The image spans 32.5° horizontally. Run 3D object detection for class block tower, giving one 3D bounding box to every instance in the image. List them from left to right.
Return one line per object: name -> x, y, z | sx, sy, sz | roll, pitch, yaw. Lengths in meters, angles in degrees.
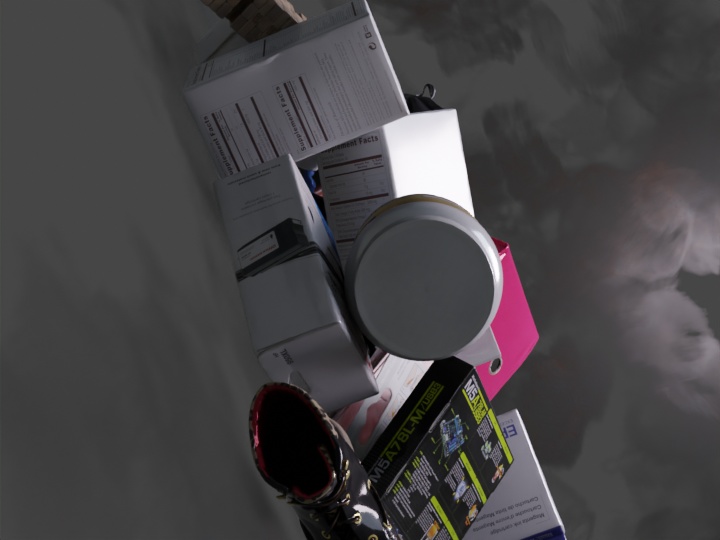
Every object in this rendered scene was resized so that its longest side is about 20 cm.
block tower -> -0.079, -0.245, 1.307 | 0.200, 0.054, 0.058 | 39, 19, -28

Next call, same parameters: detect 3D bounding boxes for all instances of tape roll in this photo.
tape roll -> -0.095, -0.210, 1.408 | 0.202, 0.071, 0.203 | 44, 17, -17

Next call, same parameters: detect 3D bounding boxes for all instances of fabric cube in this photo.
fabric cube -> 0.103, 0.063, 1.726 | 0.200, 0.196, 0.200 | 25, -28, 38

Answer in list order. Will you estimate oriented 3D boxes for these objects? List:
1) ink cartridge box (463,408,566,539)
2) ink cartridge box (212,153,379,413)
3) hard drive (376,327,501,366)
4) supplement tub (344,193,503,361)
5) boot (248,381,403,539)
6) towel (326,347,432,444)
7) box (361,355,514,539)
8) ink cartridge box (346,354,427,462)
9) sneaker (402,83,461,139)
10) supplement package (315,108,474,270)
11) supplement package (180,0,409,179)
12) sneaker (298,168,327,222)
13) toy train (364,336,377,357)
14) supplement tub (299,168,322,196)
ink cartridge box -> 0.130, 0.291, 1.460 | 0.043, 0.196, 0.201 | 44, 25, -76
ink cartridge box -> -0.060, 0.018, 1.152 | 0.145, 0.084, 0.201 | 63, 8, -55
hard drive -> 0.065, 0.092, 1.556 | 0.132, 0.199, 0.027 | -106, 173, -46
supplement tub -> 0.058, 0.005, 1.153 | 0.200, 0.144, 0.145 | -75, 144, -83
boot -> -0.020, 0.183, 0.945 | 0.151, 0.073, 0.201 | 62, 4, -64
towel -> 0.046, 0.170, 1.331 | 0.032, 0.191, 0.200 | 9, -43, 41
box -> 0.065, 0.207, 1.195 | 0.047, 0.193, 0.200 | 22, -23, 32
ink cartridge box -> 0.036, 0.186, 1.265 | 0.200, 0.047, 0.160 | 51, 60, -39
sneaker -> 0.068, -0.126, 1.452 | 0.075, 0.113, 0.201 | 73, 2, -77
supplement package -> 0.042, -0.064, 1.330 | 0.117, 0.117, 0.201 | -6, -86, 49
supplement package -> -0.065, -0.180, 1.244 | 0.114, 0.199, 0.110 | -96, 164, -69
sneaker -> -0.056, -0.040, 1.461 | 0.077, 0.085, 0.200 | -106, 174, -46
toy train -> 0.001, 0.134, 1.429 | 0.114, 0.085, 0.201 | 87, -16, -64
supplement tub -> -0.047, -0.099, 1.698 | 0.200, 0.107, 0.107 | 60, 10, -61
